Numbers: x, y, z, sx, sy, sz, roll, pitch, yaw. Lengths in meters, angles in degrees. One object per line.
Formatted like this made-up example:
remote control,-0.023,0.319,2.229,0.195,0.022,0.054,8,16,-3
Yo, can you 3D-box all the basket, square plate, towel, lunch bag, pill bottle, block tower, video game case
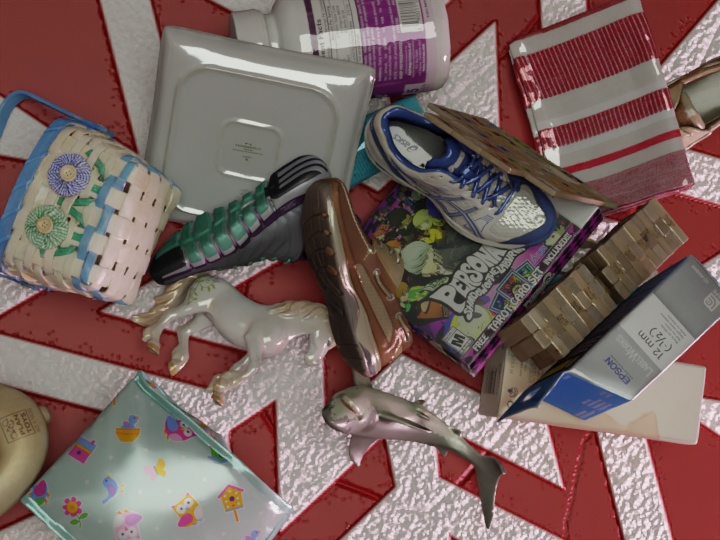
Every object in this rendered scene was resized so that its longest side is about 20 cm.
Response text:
basket,-0.281,-0.065,1.596,0.200,0.139,0.177,18,84,29
square plate,-0.102,-0.116,1.615,0.200,0.028,0.198,11,117,-3
towel,0.231,-0.154,1.676,0.144,0.023,0.200,-19,80,26
lunch bag,-0.183,0.219,1.592,0.200,0.122,0.170,41,81,2
pill bottle,-0.022,-0.216,1.646,0.200,0.112,0.112,-7,87,-8
block tower,0.218,0.014,1.610,0.200,0.058,0.054,-40,90,-26
video game case,0.101,-0.027,1.651,0.181,0.036,0.200,37,81,26

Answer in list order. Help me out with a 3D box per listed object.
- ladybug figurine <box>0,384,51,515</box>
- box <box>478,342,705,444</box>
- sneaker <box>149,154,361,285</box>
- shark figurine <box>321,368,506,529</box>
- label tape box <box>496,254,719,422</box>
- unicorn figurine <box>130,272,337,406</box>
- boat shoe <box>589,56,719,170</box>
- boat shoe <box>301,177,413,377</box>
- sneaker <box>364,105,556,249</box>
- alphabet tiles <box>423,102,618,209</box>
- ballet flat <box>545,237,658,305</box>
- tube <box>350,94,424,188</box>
ladybug figurine,-0.374,0.179,1.584,0.200,0.072,0.136,-24,76,-5
box,0.223,0.116,1.671,0.200,0.095,0.078,9,85,-6
sneaker,-0.099,-0.022,1.609,0.200,0.074,0.088,-29,118,16
shark figurine,0.037,0.166,1.662,0.214,0.128,0.090,25,109,-23
label tape box,0.227,0.083,1.552,0.200,0.143,0.066,-43,88,-15
unicorn figurine,-0.109,0.060,1.623,0.200,0.074,0.137,37,70,8
boat shoe,0.309,-0.153,1.698,0.200,0.072,0.076,-35,91,-1
boat shoe,0.000,0.000,1.579,0.072,0.076,0.200,-25,121,-18
sneaker,0.091,-0.084,1.585,0.200,0.088,0.075,28,82,2
alphabet tiles,0.139,-0.109,1.597,0.167,0.200,0.008,36,104,24
ballet flat,0.247,0.005,1.697,0.200,0.072,0.072,20,84,-7
tube,-0.026,-0.105,1.672,0.200,0.050,0.078,-26,91,0
